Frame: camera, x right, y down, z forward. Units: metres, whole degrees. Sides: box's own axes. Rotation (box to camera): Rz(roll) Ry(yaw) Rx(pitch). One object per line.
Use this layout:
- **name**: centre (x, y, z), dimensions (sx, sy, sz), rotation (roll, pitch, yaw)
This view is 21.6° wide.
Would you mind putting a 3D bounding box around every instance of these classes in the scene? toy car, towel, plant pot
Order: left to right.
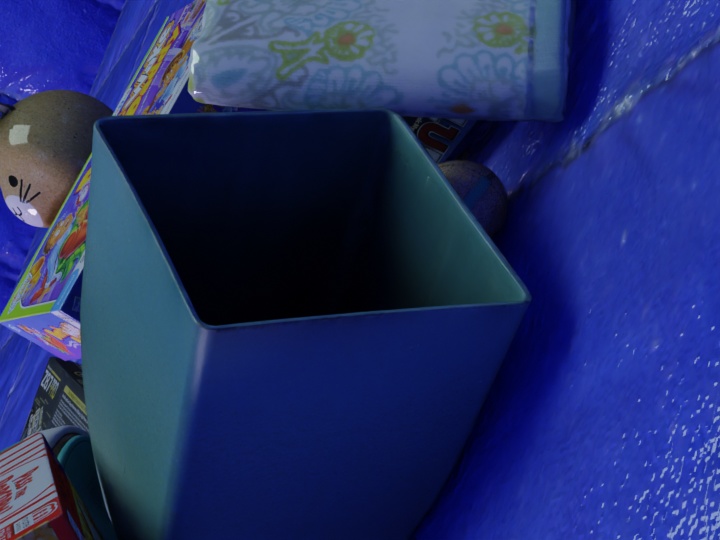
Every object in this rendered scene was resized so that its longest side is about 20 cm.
- **toy car**: centre (-0.187, -0.049, 1.160), dimensions (0.158, 0.200, 0.164), rotation (-56, -15, -23)
- **plant pot**: centre (-0.041, 0.053, 0.809), dimensions (0.141, 0.141, 0.200), rotation (-122, 37, -45)
- **towel**: centre (0.018, -0.142, 0.903), dimensions (0.200, 0.171, 0.048), rotation (-80, -12, -46)

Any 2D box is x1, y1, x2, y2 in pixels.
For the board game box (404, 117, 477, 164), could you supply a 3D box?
- **board game box**: centre (0.042, -0.123, 1.015), dimensions (0.136, 0.035, 0.200), rotation (-52, 16, 45)

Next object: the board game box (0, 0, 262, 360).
- **board game box**: centre (-0.109, -0.051, 0.987), dimensions (0.200, 0.045, 0.134), rotation (-63, 19, -15)

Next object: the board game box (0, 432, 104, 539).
- **board game box**: centre (-0.102, 0.178, 0.798), dimensions (0.046, 0.200, 0.152), rotation (-29, 13, -7)

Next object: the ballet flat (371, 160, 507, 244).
- **ballet flat**: centre (0.017, -0.009, 0.932), dimensions (0.067, 0.068, 0.200), rotation (-52, 13, -24)

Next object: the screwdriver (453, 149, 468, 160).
- **screwdriver**: centre (0.000, 0.000, 1.023), dimensions (0.200, 0.029, 0.028), rotation (-56, 18, 38)

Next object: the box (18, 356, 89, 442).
- **box**: centre (-0.187, 0.149, 1.186), dimensions (0.200, 0.049, 0.161), rotation (20, 92, 70)

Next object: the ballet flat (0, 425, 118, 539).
- **ballet flat**: centre (-0.125, 0.161, 0.922), dimensions (0.069, 0.200, 0.069), rotation (-20, 24, 9)
